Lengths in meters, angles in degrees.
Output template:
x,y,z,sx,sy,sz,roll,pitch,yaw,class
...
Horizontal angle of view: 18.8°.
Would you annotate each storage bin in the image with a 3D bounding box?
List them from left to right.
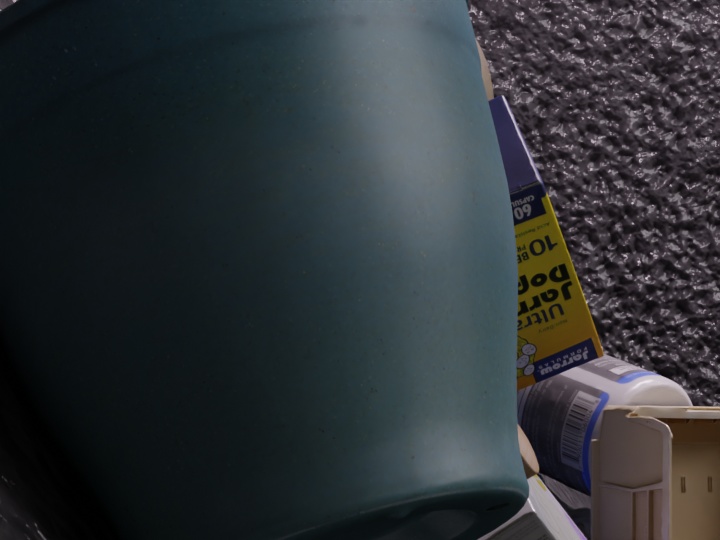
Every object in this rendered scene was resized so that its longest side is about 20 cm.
x,y,z,sx,sy,sz,roll,pitch,yaw,class
0.285,0.208,1.722,0.093,0.199,0.200,-3,-95,55,storage bin

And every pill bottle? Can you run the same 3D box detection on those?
x,y,z,sx,sy,sz,roll,pitch,yaw,class
0.175,0.119,1.827,0.200,0.114,0.114,22,-23,51,pill bottle

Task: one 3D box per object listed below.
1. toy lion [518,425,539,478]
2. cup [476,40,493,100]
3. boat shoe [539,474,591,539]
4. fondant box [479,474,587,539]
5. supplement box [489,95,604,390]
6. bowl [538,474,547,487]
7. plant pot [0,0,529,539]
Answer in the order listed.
x,y,z,sx,sy,sz,roll,pitch,yaw,class
0.025,0.050,1.375,0.193,0.068,0.200,65,13,19,toy lion
-0.011,-0.130,1.778,0.201,0.200,0.143,56,31,10,cup
0.198,0.229,1.807,0.202,0.086,0.075,58,6,38,boat shoe
0.130,0.207,1.533,0.200,0.058,0.144,53,6,-30,fondant box
0.100,-0.013,1.667,0.110,0.108,0.200,-108,175,-46,supplement box
0.102,0.151,1.702,0.201,0.039,0.201,55,6,-9,bowl
-0.031,0.011,0.742,0.200,0.199,0.189,39,31,-69,plant pot
